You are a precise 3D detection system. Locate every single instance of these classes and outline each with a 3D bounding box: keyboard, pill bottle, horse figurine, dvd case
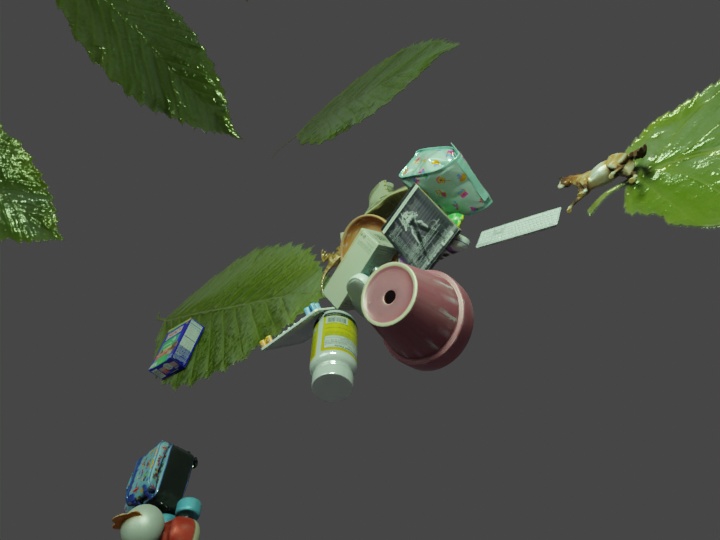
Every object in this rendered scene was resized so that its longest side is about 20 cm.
[{"bbox_3d":[0.344,-0.092,1.167,0.198,0.011,0.057,-17,40,44],"label":"keyboard"},{"bbox_3d":[-0.062,0.199,1.248,0.113,0.114,0.202,-33,30,23],"label":"pill bottle"},{"bbox_3d":[0.478,-0.187,1.047,0.199,0.050,0.133,-32,12,42],"label":"horse figurine"},{"bbox_3d":[0.140,-0.097,1.282,0.150,0.016,0.201,-53,48,20],"label":"dvd case"}]

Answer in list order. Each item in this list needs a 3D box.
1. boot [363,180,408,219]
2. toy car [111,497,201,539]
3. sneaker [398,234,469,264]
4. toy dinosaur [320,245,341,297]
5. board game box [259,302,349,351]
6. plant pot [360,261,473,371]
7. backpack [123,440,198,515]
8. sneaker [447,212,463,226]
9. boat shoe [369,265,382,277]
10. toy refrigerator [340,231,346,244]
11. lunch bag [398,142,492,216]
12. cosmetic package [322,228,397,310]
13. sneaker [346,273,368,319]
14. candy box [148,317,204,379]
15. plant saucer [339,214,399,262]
[{"bbox_3d":[0.095,-0.232,1.646,0.198,0.072,0.156,-30,29,30],"label":"boot"},{"bbox_3d":[-0.493,0.611,1.222,0.176,0.200,0.186,-36,28,17],"label":"toy car"},{"bbox_3d":[0.173,-0.029,1.287,0.198,0.072,0.116,-3,69,47],"label":"sneaker"},{"bbox_3d":[-0.087,-0.026,1.642,0.201,0.060,0.106,-50,29,-6],"label":"toy dinosaur"},{"bbox_3d":[-0.138,0.140,1.382,0.199,0.026,0.199,-36,-16,22],"label":"board game box"},{"bbox_3d":[0.101,0.077,1.047,0.197,0.178,0.204,-18,57,30],"label":"plant pot"},{"bbox_3d":[-0.556,0.584,1.424,0.199,0.134,0.184,-37,28,24],"label":"backpack"},{"bbox_3d":[0.177,-0.116,1.358,0.198,0.084,0.075,-7,46,50],"label":"sneaker"},{"bbox_3d":[0.064,0.021,1.243,0.069,0.067,0.199,-33,-12,16],"label":"boat shoe"},{"bbox_3d":[0.032,-0.088,1.517,0.198,0.075,0.072,-9,87,50],"label":"toy refrigerator"},{"bbox_3d":[0.222,-0.222,1.337,0.199,0.171,0.123,3,51,55],"label":"lunch bag"},{"bbox_3d":[0.000,0.000,1.350,0.073,0.103,0.202,44,110,30],"label":"cosmetic package"},{"bbox_3d":[0.017,0.043,1.288,0.082,0.073,0.201,-52,-16,-20],"label":"sneaker"},{"bbox_3d":[-0.722,0.305,2.089,0.168,0.077,0.202,-28,31,33],"label":"candy box"},{"bbox_3d":[0.029,-0.048,1.427,0.198,0.037,0.205,2,94,40],"label":"plant saucer"}]
